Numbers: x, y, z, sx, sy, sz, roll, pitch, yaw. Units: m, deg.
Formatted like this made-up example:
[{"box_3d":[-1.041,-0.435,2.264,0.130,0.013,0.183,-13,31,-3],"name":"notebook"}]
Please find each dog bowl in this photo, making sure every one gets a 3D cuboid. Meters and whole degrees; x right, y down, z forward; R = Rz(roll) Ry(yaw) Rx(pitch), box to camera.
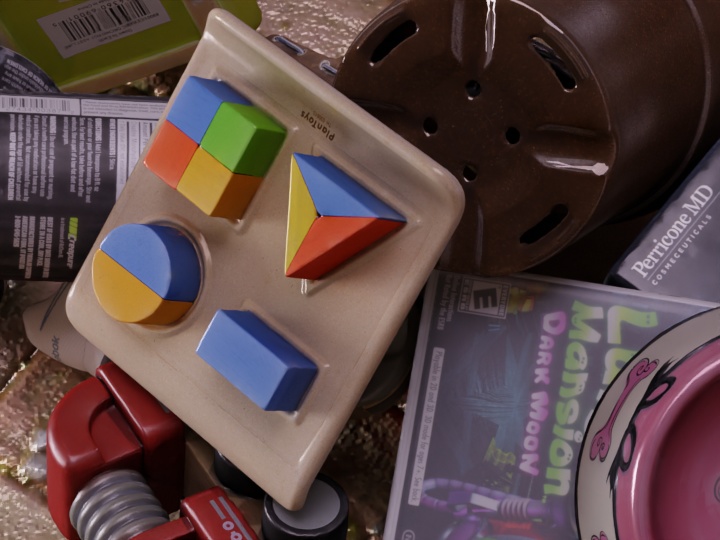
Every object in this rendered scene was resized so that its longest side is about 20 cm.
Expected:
[{"box_3d":[0.208,0.113,1.288,0.200,0.074,0.200,0,87,-4],"name":"dog bowl"}]

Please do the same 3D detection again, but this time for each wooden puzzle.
[{"box_3d":[-0.060,-0.006,1.338,0.185,0.200,0.046,37,21,29],"name":"wooden puzzle"}]

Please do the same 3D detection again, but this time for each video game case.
[{"box_3d":[0.107,0.106,1.356,0.182,0.023,0.200,9,87,15],"name":"video game case"}]

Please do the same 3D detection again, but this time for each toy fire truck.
[{"box_3d":[-0.127,0.152,1.399,0.200,0.129,0.176,-21,52,-24],"name":"toy fire truck"}]

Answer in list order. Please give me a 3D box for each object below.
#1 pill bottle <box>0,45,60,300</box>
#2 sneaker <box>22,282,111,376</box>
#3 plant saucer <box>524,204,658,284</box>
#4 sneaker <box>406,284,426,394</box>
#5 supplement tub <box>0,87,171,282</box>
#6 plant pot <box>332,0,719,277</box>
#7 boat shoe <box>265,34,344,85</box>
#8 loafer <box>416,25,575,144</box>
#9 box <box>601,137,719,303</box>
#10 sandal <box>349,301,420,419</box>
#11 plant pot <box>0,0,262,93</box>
[{"box_3d":[-0.248,-0.032,1.550,0.106,0.106,0.200,8,52,11],"name":"pill bottle"},{"box_3d":[-0.127,-0.022,1.556,0.087,0.075,0.200,17,54,24],"name":"sneaker"},{"box_3d":[0.157,0.000,1.535,0.200,0.037,0.200,-3,51,3],"name":"plant saucer"},{"box_3d":[0.015,0.044,1.496,0.085,0.077,0.200,-20,42,-5],"name":"sneaker"},{"box_3d":[-0.131,-0.044,1.458,0.200,0.107,0.107,3,50,-10],"name":"supplement tub"},{"box_3d":[0.086,-0.093,1.397,0.200,0.200,0.198,15,22,16],"name":"plant pot"},{"box_3d":[-0.004,-0.094,1.601,0.200,0.072,0.072,31,58,26],"name":"boat shoe"},{"box_3d":[0.103,-0.099,1.530,0.200,0.063,0.072,23,86,10],"name":"loafer"},{"box_3d":[0.247,0.028,1.422,0.200,0.107,0.148,36,69,13],"name":"box"},{"box_3d":[0.000,0.000,1.454,0.080,0.054,0.200,-1,46,22],"name":"sandal"},{"box_3d":[-0.173,-0.221,1.629,0.200,0.199,0.182,-18,57,7],"name":"plant pot"}]
